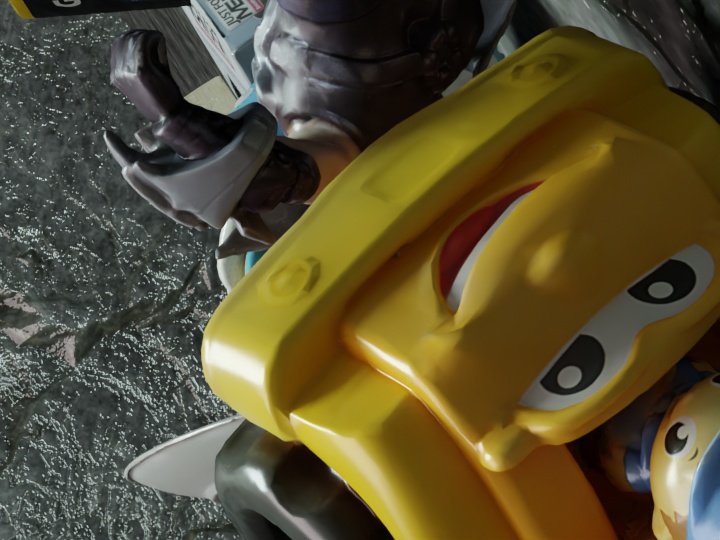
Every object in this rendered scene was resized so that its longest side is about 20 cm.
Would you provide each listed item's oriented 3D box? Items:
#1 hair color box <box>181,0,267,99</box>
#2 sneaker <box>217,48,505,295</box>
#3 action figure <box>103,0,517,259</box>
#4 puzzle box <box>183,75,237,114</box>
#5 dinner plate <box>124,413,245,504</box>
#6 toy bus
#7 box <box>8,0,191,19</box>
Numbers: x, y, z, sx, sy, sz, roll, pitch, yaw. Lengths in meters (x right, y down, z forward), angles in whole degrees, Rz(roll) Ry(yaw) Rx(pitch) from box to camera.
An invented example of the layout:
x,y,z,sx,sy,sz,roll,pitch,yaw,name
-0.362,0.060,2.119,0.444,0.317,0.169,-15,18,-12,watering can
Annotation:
x,y,z,sx,sy,sz,roll,pitch,yaw,name
-0.006,-0.058,0.923,0.099,0.061,0.200,52,175,48,hair color box
0.000,0.000,0.676,0.077,0.081,0.200,38,155,31,sneaker
-0.006,-0.078,0.471,0.069,0.130,0.200,14,148,13,action figure
-0.022,0.001,0.979,0.133,0.025,0.200,56,177,12,puzzle box
-0.002,0.075,0.974,0.200,0.200,0.024,73,-176,-77,dinner plate
0.086,0.070,0.447,0.192,0.136,0.200,27,152,54,toy bus
-0.072,-0.158,0.479,0.200,0.049,0.160,75,-170,-79,box
